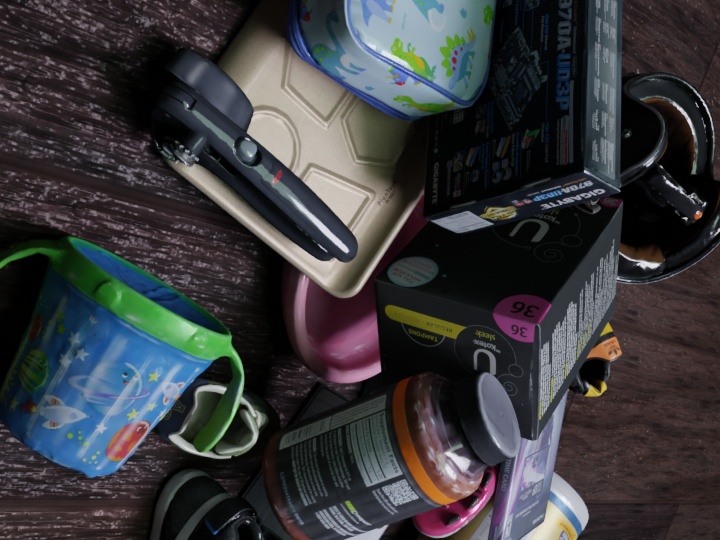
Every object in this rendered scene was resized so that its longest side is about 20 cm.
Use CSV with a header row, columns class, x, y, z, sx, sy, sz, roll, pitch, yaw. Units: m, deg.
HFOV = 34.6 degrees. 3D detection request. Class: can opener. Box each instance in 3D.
class,x,y,z,sx,sy,sz,roll,pitch,yaw
can opener,-0.073,-0.070,0.834,0.200,0.063,0.079,44,76,-24

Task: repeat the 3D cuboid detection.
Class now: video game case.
class,x,y,z,sx,sy,sz,roll,pitch,yaw
video game case,0.173,0.170,1.161,0.143,0.019,0.201,-4,105,-63

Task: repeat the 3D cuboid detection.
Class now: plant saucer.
class,x,y,z,sx,sy,sz,roll,pitch,yaw
plant saucer,0.000,0.000,1.035,0.200,0.051,0.201,-26,127,-40

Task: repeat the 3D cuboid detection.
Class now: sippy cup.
class,x,y,z,sx,sy,sz,roll,pitch,yaw
sippy cup,-0.179,0.065,0.799,0.131,0.178,0.140,-58,166,0

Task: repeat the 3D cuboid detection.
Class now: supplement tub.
class,x,y,z,sx,sy,sz,roll,pitch,yaw
supplement tub,0.145,0.311,1.295,0.200,0.144,0.145,-51,140,-17
supplement tub,0.027,0.149,0.939,0.107,0.200,0.107,47,30,-38

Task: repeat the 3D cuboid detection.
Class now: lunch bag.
class,x,y,z,sx,sy,sz,roll,pitch,yaw
lunch bag,0.028,-0.227,0.867,0.161,0.082,0.201,21,71,-42

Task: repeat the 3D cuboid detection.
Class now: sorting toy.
class,x,y,z,sx,sy,sz,roll,pitch,yaw
sorting toy,-0.034,-0.105,0.909,0.200,0.036,0.185,39,78,-27

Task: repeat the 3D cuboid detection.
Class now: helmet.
class,x,y,z,sx,sy,sz,roll,pitch,yaw
helmet,0.276,-0.101,1.187,0.199,0.191,0.200,-3,127,-4

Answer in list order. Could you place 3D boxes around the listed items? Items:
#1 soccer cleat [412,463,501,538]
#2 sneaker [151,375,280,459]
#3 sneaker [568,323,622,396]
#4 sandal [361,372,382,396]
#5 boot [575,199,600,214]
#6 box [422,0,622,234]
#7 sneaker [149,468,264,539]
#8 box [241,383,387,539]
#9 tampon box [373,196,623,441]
class,x,y,z,sx,sy,sz,roll,pitch,yaw
soccer cleat,0.116,0.183,1.153,0.200,0.070,0.086,-58,161,-21
sneaker,-0.113,0.127,0.941,0.200,0.090,0.067,34,83,-52
sneaker,0.230,0.114,1.284,0.070,0.090,0.200,-21,152,-22
sandal,0.037,0.128,1.135,0.043,0.076,0.200,13,110,-50
boot,0.145,-0.158,1.003,0.069,0.174,0.201,-28,122,-46
box,0.123,-0.141,0.886,0.046,0.159,0.201,20,66,-39
sneaker,-0.136,0.281,0.981,0.073,0.112,0.201,-7,115,-46
box,-0.040,0.217,1.053,0.200,0.117,0.060,-54,143,-12
tampon box,0.125,0.023,1.014,0.200,0.150,0.127,-47,142,-45
